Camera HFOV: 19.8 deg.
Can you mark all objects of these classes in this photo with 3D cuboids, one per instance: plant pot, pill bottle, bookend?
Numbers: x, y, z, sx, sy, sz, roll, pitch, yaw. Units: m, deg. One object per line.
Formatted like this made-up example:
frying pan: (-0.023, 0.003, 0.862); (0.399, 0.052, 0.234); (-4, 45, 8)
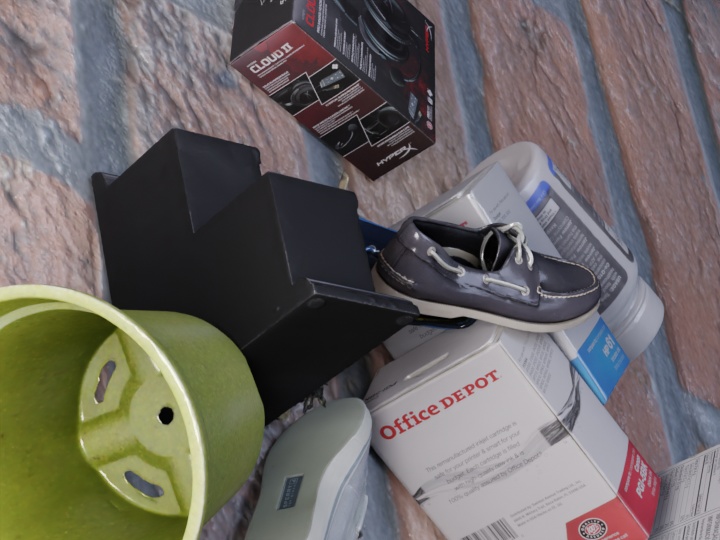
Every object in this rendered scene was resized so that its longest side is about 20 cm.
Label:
plant pot: (-0.147, 0.100, 1.211); (0.202, 0.199, 0.184); (62, 19, 4)
pill bottle: (0.174, -0.007, 1.823); (0.200, 0.113, 0.114); (47, 33, -22)
bookend: (-0.077, -0.018, 1.370); (0.092, 0.198, 0.202); (11, 54, -40)

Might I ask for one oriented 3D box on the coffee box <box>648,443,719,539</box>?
coffee box: (0.274, 0.293, 1.635); (0.200, 0.197, 0.201); (49, 32, -17)

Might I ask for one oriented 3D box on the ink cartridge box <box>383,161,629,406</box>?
ink cartridge box: (0.098, 0.036, 1.643); (0.201, 0.144, 0.085); (55, 31, -7)

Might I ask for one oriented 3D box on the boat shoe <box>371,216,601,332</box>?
boat shoe: (0.103, -0.002, 1.506); (0.198, 0.063, 0.073); (5, 32, -31)

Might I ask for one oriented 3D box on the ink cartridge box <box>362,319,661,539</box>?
ink cartridge box: (0.114, 0.138, 1.579); (0.201, 0.146, 0.083); (52, 30, -15)

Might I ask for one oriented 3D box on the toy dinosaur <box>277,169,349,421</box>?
toy dinosaur: (-0.033, 0.039, 1.411); (0.047, 0.201, 0.088); (1, 35, -33)

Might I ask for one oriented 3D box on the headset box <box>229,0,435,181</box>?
headset box: (-0.027, -0.196, 1.723); (0.200, 0.077, 0.150); (39, 37, -34)

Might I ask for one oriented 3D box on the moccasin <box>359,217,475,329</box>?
moccasin: (0.000, 0.000, 1.529); (0.198, 0.081, 0.068); (5, 33, -17)

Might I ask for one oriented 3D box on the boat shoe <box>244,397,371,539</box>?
boat shoe: (-0.030, 0.168, 1.433); (0.201, 0.069, 0.072); (-67, 140, -55)
